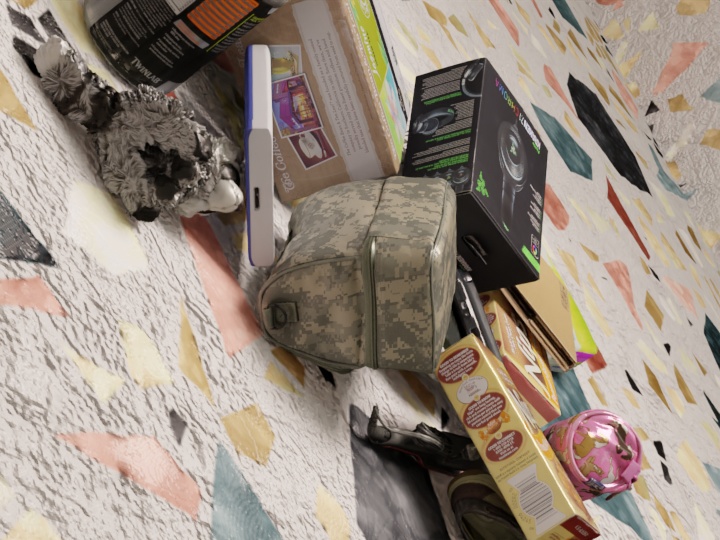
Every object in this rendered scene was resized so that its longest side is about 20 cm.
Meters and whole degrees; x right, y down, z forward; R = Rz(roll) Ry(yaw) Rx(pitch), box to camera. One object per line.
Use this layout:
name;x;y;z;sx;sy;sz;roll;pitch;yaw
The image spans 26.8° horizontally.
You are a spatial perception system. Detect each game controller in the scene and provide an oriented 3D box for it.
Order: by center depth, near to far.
game controller;0.127;0.094;1.614;0.104;0.042;0.202;87;-14;-73

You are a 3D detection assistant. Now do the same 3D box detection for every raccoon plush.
raccoon plush;-0.174;-0.125;1.288;0.201;0.096;0.134;57;12;2

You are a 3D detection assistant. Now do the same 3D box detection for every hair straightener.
hair straightener;0.075;0.160;1.437;0.200;0.076;0.041;33;57;-50

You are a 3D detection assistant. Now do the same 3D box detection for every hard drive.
hard drive;-0.094;-0.110;1.397;0.201;0.025;0.133;-98;-173;-61

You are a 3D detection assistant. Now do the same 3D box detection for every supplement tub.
supplement tub;-0.146;-0.262;1.384;0.123;0.199;0.123;47;22;-25

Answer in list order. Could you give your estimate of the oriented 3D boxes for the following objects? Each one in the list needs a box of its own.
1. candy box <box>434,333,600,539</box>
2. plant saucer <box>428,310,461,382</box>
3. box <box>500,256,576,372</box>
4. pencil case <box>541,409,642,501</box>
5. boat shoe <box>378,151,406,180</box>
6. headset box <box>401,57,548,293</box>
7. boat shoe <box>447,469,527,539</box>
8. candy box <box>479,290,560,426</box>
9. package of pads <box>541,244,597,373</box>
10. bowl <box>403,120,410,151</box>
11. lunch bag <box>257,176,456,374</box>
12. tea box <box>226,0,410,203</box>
candy box;0.146;0.167;1.428;0.201;0.055;0.115;62;8;26
plant saucer;0.058;0.041;1.583;0.200;0.050;0.202;-23;90;-80
box;0.204;0.013;1.832;0.164;0.021;0.200;50;19;-17
pencil case;0.213;0.201;1.547;0.082;0.200;0.087;2;73;-16
boat shoe;0.071;-0.082;1.748;0.198;0.074;0.066;16;49;-24
headset box;0.127;-0.096;1.662;0.174;0.092;0.202;49;40;-42
boat shoe;0.156;0.280;1.468;0.201;0.072;0.066;46;29;-16
candy box;0.169;0.084;1.778;0.115;0.055;0.201;45;23;-29
package of pads;0.223;0.035;1.978;0.154;0.068;0.201;11;49;-62
bowl;0.097;-0.117;1.880;0.201;0.094;0.201;46;23;-25
lunch bag;0.000;0.000;1.392;0.200;0.166;0.141;-72;163;-63
tea box;-0.041;-0.209;1.567;0.197;0.132;0.202;-77;150;-61
